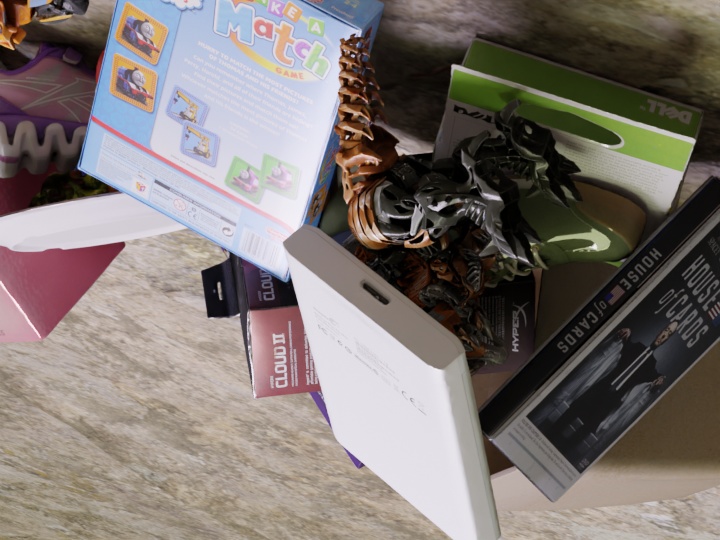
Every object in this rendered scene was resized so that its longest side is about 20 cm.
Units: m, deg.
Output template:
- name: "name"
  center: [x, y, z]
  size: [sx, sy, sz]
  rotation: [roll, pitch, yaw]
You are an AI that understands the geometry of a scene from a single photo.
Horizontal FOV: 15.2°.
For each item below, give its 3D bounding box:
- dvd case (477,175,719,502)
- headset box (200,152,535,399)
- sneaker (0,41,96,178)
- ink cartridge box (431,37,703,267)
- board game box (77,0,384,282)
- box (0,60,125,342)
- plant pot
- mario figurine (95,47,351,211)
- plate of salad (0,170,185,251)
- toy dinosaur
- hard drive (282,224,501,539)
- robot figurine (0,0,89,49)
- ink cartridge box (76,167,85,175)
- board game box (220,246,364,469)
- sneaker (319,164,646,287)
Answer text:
- name: "dvd case"
  center: [0.161, 0.044, 1.607]
  size: [0.025, 0.200, 0.150]
  rotation: [46, 180, 27]
- name: "headset box"
  center: [0.000, 0.000, 1.702]
  size: [0.199, 0.149, 0.075]
  rotation: [-6, 128, -6]
- name: "sneaker"
  center: [-0.188, -0.111, 1.825]
  size: [0.200, 0.089, 0.080]
  rotation: [0, 167, -13]
- name: "ink cartridge box"
  center: [0.124, -0.085, 1.575]
  size: [0.147, 0.076, 0.200]
  rotation: [18, 159, 4]
- name: "board game box"
  center: [-0.079, -0.106, 1.581]
  size: [0.151, 0.037, 0.200]
  rotation: [29, 134, 11]
- name: "box"
  center: [-0.283, -0.056, 1.911]
  size: [0.128, 0.109, 0.200]
  rotation: [-3, 129, 46]
- name: "plant pot"
  center: [0.167, 0.065, 1.807]
  size: [0.177, 0.201, 0.200]
  rotation: [12, 165, -14]
- name: "mario figurine"
  center: [-0.084, -0.109, 1.693]
  size: [0.200, 0.106, 0.123]
  rotation: [26, 168, 31]
- name: "plate of salad"
  center: [-0.167, -0.048, 1.797]
  size: [0.200, 0.048, 0.200]
  rotation: [-10, 176, -1]
- name: "toy dinosaur"
  center: [0.037, -0.032, 1.498]
  size: [0.135, 0.102, 0.200]
  rotation: [-14, 132, 32]
- name: "hard drive"
  center: [0.020, 0.072, 1.569]
  size: [0.132, 0.026, 0.200]
  rotation: [38, 159, 30]
- name: "robot figurine"
  center: [-0.238, -0.195, 1.644]
  size: [0.145, 0.058, 0.200]
  rotation: [21, 162, 2]
- name: "ink cartridge box"
  center: [-0.263, -0.085, 2.024]
  size: [0.200, 0.044, 0.094]
  rotation: [3, 157, 41]
- name: "board game box"
  center: [-0.024, 0.029, 1.914]
  size: [0.200, 0.057, 0.165]
  rotation: [58, 165, 12]
- name: "sneaker"
  center: [0.064, -0.008, 1.585]
  size: [0.200, 0.090, 0.067]
  rotation: [10, 157, 26]
